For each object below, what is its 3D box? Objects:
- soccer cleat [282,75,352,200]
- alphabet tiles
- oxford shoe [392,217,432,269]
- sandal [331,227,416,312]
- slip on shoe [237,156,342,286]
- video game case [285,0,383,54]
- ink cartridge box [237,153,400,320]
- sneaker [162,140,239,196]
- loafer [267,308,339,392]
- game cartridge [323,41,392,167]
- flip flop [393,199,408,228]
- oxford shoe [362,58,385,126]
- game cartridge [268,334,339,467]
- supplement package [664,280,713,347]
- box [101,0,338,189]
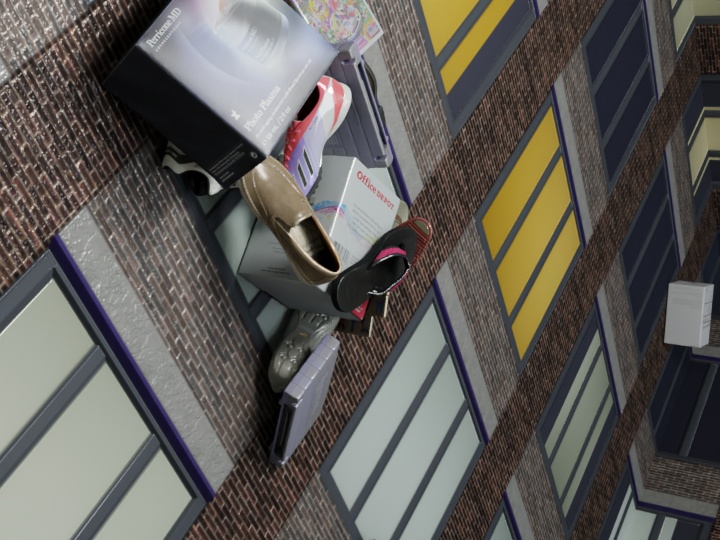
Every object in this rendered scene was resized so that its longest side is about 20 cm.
[{"bbox_3d":[-0.082,-0.175,1.432,0.073,0.068,0.201,18,100,-43],"label":"soccer cleat"},{"bbox_3d":[0.000,0.000,1.610,0.006,0.166,0.201,8,89,-33],"label":"alphabet tiles"},{"bbox_3d":[0.055,-0.017,1.713,0.200,0.070,0.075,-47,170,27],"label":"oxford shoe"},{"bbox_3d":[0.033,0.002,1.472,0.200,0.045,0.075,-39,124,-45],"label":"sandal"},{"bbox_3d":[-0.090,-0.070,1.352,0.076,0.061,0.201,-33,102,-28],"label":"slip on shoe"},{"bbox_3d":[-0.053,-0.402,1.515,0.200,0.018,0.143,57,47,-20],"label":"video game case"},{"bbox_3d":[-0.057,-0.052,1.514,0.145,0.144,0.201,39,65,-51],"label":"ink cartridge box"},{"bbox_3d":[-0.190,-0.134,1.374,0.200,0.075,0.088,30,85,-52],"label":"sneaker"},{"bbox_3d":[-0.087,0.103,1.586,0.200,0.070,0.070,-55,174,-40],"label":"loafer"},{"bbox_3d":[-0.038,-0.237,1.511,0.038,0.129,0.200,-59,141,-40],"label":"game cartridge"},{"bbox_3d":[0.037,-0.066,1.741,0.200,0.057,0.081,-32,122,-58],"label":"flip flop"},{"bbox_3d":[-0.017,-0.268,1.608,0.085,0.072,0.200,-57,139,-32],"label":"oxford shoe"},{"bbox_3d":[-0.086,0.196,1.548,0.130,0.038,0.200,-58,169,-40],"label":"game cartridge"},{"bbox_3d":[1.079,0.142,3.389,0.120,0.121,0.201,-7,102,-58],"label":"supplement package"},{"bbox_3d":[-0.167,-0.246,1.252,0.198,0.123,0.200,39,57,-17],"label":"box"}]
